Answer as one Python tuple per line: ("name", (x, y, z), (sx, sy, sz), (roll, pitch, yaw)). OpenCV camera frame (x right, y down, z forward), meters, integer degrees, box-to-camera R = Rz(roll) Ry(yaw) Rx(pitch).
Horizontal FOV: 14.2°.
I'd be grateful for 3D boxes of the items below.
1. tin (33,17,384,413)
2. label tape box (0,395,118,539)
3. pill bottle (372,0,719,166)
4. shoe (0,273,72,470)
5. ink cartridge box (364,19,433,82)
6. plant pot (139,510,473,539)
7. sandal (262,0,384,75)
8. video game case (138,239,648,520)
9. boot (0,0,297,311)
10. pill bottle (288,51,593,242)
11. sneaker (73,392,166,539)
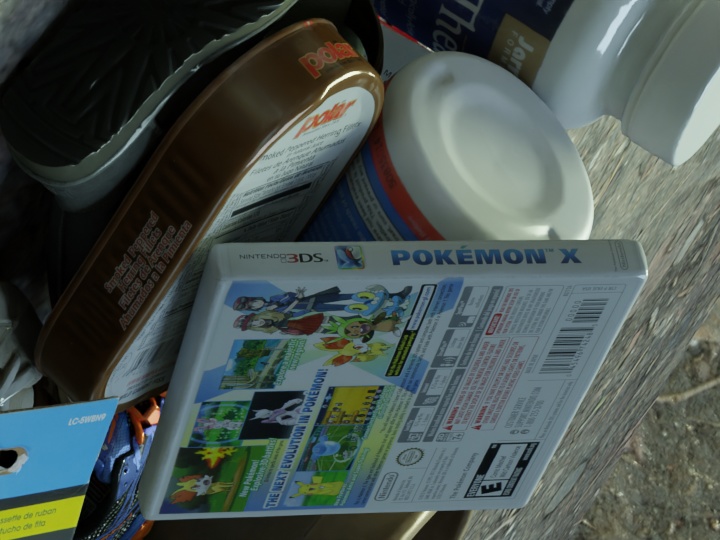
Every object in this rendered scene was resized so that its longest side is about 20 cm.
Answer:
("tin", (-0.061, -0.018, 1.189), (0.200, 0.042, 0.112), (-55, 167, 30))
("label tape box", (-0.192, 0.131, 1.162), (0.144, 0.063, 0.200), (-5, 120, -50))
("pill bottle", (0.080, -0.133, 1.301), (0.111, 0.200, 0.111), (-51, 165, -19))
("shoe", (-0.151, 0.050, 1.239), (0.070, 0.053, 0.200), (-54, 167, -9))
("ink cartridge box", (0.005, -0.055, 1.480), (0.176, 0.084, 0.200), (-55, 167, -9))
("plant pot", (-0.060, 0.140, 1.515), (0.200, 0.175, 0.200), (-51, 166, -18))
("sandal", (-0.023, -0.102, 1.259), (0.080, 0.057, 0.201), (-8, 142, -20))
("video game case", (0.009, 0.049, 1.239), (0.200, 0.182, 0.022), (111, -26, -54))
("boot", (-0.073, -0.064, 1.211), (0.182, 0.073, 0.200), (-41, 158, -9))
("pill bottle", (0.000, 0.000, 1.284), (0.200, 0.112, 0.112), (-39, 179, 37))
("sneaker", (-0.111, 0.073, 1.404), (0.200, 0.075, 0.078), (-61, 163, 15))
